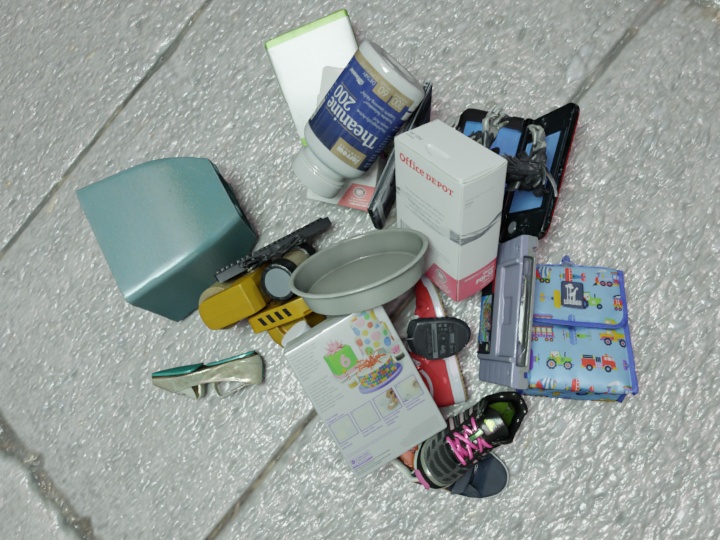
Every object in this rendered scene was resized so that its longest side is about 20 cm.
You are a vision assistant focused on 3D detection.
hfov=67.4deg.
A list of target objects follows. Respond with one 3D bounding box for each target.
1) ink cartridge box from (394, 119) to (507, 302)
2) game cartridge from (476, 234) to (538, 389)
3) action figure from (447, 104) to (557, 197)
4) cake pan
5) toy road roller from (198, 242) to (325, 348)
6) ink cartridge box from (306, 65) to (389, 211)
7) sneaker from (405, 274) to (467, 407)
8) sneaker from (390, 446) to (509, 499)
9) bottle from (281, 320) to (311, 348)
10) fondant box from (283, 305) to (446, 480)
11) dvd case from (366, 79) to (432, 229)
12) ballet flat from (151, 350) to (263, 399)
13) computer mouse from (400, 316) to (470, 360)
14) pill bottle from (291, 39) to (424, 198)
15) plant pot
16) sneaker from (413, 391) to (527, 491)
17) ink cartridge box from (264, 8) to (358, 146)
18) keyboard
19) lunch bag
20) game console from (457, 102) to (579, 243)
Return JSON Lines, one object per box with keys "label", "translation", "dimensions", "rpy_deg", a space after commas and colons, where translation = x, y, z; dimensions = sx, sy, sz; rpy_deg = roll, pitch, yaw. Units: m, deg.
{"label": "ink cartridge box", "translation": [0.120, -0.082, 0.751], "dimensions": [0.082, 0.203, 0.147], "rpy_deg": [-26, 46, -21]}
{"label": "game cartridge", "translation": [0.206, 0.061, 0.775], "dimensions": [0.037, 0.130, 0.205], "rpy_deg": [8, 82, -11]}
{"label": "action figure", "translation": [0.197, -0.166, 0.744], "dimensions": [0.199, 0.117, 0.104], "rpy_deg": [32, 102, 50]}
{"label": "cake pan", "translation": [0.000, 0.000, 0.735], "dimensions": [0.196, 0.201, 0.037], "rpy_deg": [-15, 112, 9]}
{"label": "toy road roller", "translation": [-0.137, 0.059, 0.848], "dimensions": [0.196, 0.123, 0.148], "rpy_deg": [-21, 103, 18]}
{"label": "ink cartridge box", "translation": [-0.013, -0.208, 0.856], "dimensions": [0.114, 0.067, 0.205], "rpy_deg": [13, 107, 13]}
{"label": "sneaker", "translation": [0.085, 0.111, 0.821], "dimensions": [0.110, 0.071, 0.205], "rpy_deg": [-15, 81, 5]}
{"label": "sneaker", "translation": [0.119, 0.282, 0.785], "dimensions": [0.196, 0.079, 0.080], "rpy_deg": [14, 84, 12]}
{"label": "bottle", "translation": [-0.036, 0.162, 0.796], "dimensions": [0.083, 0.066, 0.201], "rpy_deg": [-35, 109, 11]}
{"label": "fondant box", "translation": [0.007, 0.154, 0.728], "dimensions": [0.142, 0.058, 0.203], "rpy_deg": [-29, 100, 0]}
{"label": "dvd case", "translation": [0.063, -0.168, 0.827], "dimensions": [0.016, 0.149, 0.203], "rpy_deg": [24, 87, 8]}
{"label": "ballet flat", "translation": [-0.253, 0.181, 0.885], "dimensions": [0.195, 0.067, 0.064], "rpy_deg": [-13, 89, 10]}
{"label": "computer mouse", "translation": [0.059, 0.095, 0.768], "dimensions": [0.195, 0.034, 0.060], "rpy_deg": [-2, 101, 0]}
{"label": "pill bottle", "translation": [-0.011, -0.203, 0.758], "dimensions": [0.111, 0.110, 0.201], "rpy_deg": [48, 115, 14]}
{"label": "plant pot", "translation": [-0.285, -0.066, 0.868], "dimensions": [0.198, 0.196, 0.199], "rpy_deg": [-31, 77, -3]}
{"label": "sneaker", "translation": [0.155, 0.221, 0.734], "dimensions": [0.197, 0.088, 0.074], "rpy_deg": [-24, 72, -31]}
{"label": "ink cartridge box", "translation": [-0.057, -0.307, 0.917], "dimensions": [0.145, 0.076, 0.204], "rpy_deg": [-18, 104, 8]}
{"label": "keyboard", "translation": [-0.134, -0.035, 0.836], "dimensions": [0.198, 0.127, 0.021], "rpy_deg": [-30, 103, -15]}
{"label": "lunch bag", "translation": [0.305, 0.078, 0.784], "dimensions": [0.147, 0.094, 0.205], "rpy_deg": [1, 70, 12]}
{"label": "game console", "translation": [0.213, -0.155, 0.814], "dimensions": [0.116, 0.172, 0.204], "rpy_deg": [18, 85, -14]}
